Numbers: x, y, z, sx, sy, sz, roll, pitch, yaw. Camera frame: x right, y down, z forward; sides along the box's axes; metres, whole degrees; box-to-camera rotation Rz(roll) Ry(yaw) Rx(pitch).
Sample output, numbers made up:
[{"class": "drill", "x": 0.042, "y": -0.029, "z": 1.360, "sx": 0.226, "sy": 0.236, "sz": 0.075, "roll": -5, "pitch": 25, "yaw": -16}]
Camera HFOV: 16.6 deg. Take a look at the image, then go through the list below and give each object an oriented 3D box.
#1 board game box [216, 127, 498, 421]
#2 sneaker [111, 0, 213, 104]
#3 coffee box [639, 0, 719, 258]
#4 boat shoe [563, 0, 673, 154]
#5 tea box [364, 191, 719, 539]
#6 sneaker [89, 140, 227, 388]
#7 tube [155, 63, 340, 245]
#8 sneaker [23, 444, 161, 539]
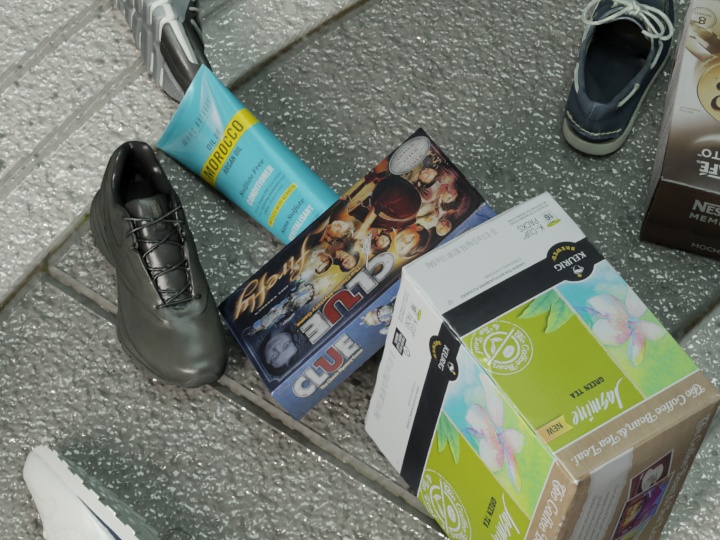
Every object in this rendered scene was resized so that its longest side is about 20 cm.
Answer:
[{"class": "board game box", "x": 0.000, "y": 0.000, "z": 1.751, "sx": 0.200, "sy": 0.035, "sz": 0.136, "roll": -42, "pitch": 33, "yaw": 2}, {"class": "sneaker", "x": -0.132, "y": -0.222, "z": 1.959, "sx": 0.115, "sy": 0.075, "sz": 0.201, "roll": -19, "pitch": 59, "yaw": -23}, {"class": "coffee box", "x": 0.293, "y": -0.110, "z": 1.933, "sx": 0.112, "sy": 0.080, "sz": 0.201, "roll": 14, "pitch": 54, "yaw": 1}, {"class": "boat shoe", "x": 0.209, "y": -0.183, "z": 1.984, "sx": 0.074, "sy": 0.062, "sz": 0.201, "roll": 22, "pitch": 54, "yaw": 10}, {"class": "tea box", "x": 0.119, "y": 0.097, "z": 1.689, "sx": 0.133, "sy": 0.201, "sz": 0.197, "roll": -28, "pitch": 62, "yaw": -25}, {"class": "sneaker", "x": -0.149, "y": -0.006, "z": 1.793, "sx": 0.075, "sy": 0.091, "sz": 0.201, "roll": -16, "pitch": 60, "yaw": -19}, {"class": "tube", "x": -0.066, "y": -0.065, "z": 1.865, "sx": 0.200, "sy": 0.078, "sz": 0.050, "roll": 41, "pitch": 19, "yaw": 18}, {"class": "sneaker", "x": -0.176, "y": 0.197, "z": 1.661, "sx": 0.081, "sy": 0.076, "sz": 0.200, "roll": -49, "pitch": 56, "yaw": 4}]
